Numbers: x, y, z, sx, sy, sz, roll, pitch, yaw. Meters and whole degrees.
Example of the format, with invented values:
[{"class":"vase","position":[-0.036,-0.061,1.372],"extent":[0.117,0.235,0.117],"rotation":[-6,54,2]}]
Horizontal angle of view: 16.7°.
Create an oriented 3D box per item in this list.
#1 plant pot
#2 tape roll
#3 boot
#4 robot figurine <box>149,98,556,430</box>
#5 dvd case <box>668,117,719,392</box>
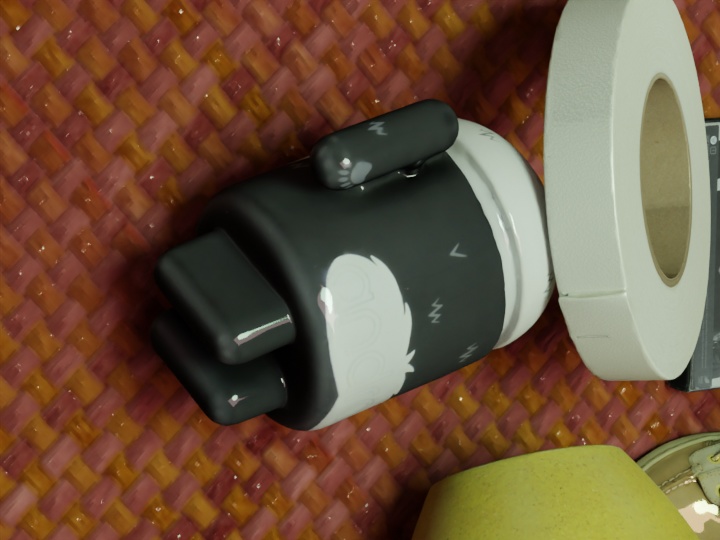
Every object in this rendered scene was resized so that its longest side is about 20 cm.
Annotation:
[{"class":"plant pot","position":[0.099,0.168,1.237],"extent":[0.200,0.200,0.142],"rotation":[-2,74,-32]},{"class":"tape roll","position":[0.136,-0.044,1.230],"extent":[0.203,0.037,0.203],"rotation":[-3,90,-70]},{"class":"boot","position":[0.237,0.133,1.321],"extent":[0.200,0.155,0.073],"rotation":[-19,108,-29]},{"class":"robot figurine","position":[-0.001,0.000,1.169],"extent":[0.200,0.150,0.125],"rotation":[-22,91,-27]},{"class":"dvd case","position":[0.260,-0.016,1.389],"extent":[0.200,0.025,0.151],"rotation":[-6,101,-32]}]
